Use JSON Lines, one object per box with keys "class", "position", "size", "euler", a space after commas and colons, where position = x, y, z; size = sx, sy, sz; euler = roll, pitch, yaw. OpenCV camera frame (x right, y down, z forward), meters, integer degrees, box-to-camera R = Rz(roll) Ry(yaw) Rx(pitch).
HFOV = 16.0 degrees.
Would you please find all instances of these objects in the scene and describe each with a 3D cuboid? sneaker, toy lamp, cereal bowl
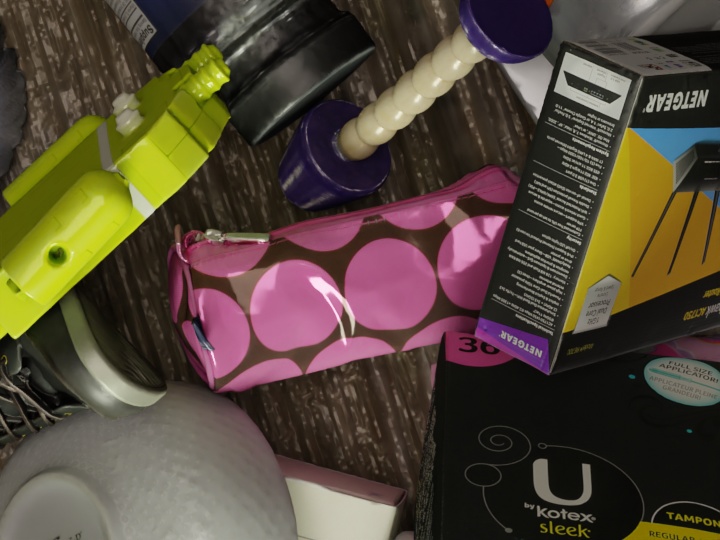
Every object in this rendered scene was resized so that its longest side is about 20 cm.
{"class": "sneaker", "position": [-0.165, 0.061, 1.295], "size": [0.106, 0.200, 0.075], "euler": [-44, 106, -4]}
{"class": "toy lamp", "position": [0.021, -0.087, 1.311], "size": [0.058, 0.058, 0.200], "euler": [54, 137, 1]}
{"class": "cereal bowl", "position": [-0.130, 0.152, 1.325], "size": [0.199, 0.083, 0.202], "euler": [-8, 77, 40]}

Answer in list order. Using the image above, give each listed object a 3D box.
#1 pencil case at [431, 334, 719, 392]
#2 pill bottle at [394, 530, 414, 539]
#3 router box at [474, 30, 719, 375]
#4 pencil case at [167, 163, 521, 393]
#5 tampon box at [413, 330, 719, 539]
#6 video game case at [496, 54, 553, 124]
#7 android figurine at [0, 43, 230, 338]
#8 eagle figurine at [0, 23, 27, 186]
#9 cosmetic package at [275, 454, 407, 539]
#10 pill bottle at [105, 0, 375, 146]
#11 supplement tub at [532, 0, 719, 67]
{"class": "pencil case", "position": [0.137, 0.072, 1.345], "size": [0.198, 0.087, 0.088], "euler": [-1, 93, 4]}
{"class": "pill bottle", "position": [0.106, 0.208, 1.340], "size": [0.198, 0.111, 0.112], "euler": [10, 94, 5]}
{"class": "router box", "position": [0.144, -0.038, 1.249], "size": [0.051, 0.199, 0.150], "euler": [27, 111, 29]}
{"class": "pencil case", "position": [0.000, 0.000, 1.330], "size": [0.198, 0.091, 0.094], "euler": [-14, 113, -11]}
{"class": "tampon box", "position": [0.103, 0.141, 1.224], "size": [0.148, 0.201, 0.127], "euler": [7, 123, -3]}
{"class": "video game case", "position": [0.194, -0.104, 1.363], "size": [0.199, 0.022, 0.183], "euler": [-33, 90, 6]}
{"class": "android figurine", "position": [-0.138, -0.035, 1.270], "size": [0.200, 0.182, 0.041], "euler": [-44, 104, 6]}
{"class": "eagle figurine", "position": [-0.266, -0.052, 1.359], "size": [0.151, 0.201, 0.151], "euler": [30, 125, -24]}
{"class": "cosmetic package", "position": [-0.048, 0.204, 1.374], "size": [0.104, 0.071, 0.202], "euler": [16, 94, 6]}
{"class": "pill bottle", "position": [-0.085, -0.169, 1.341], "size": [0.112, 0.112, 0.200], "euler": [-39, 89, 6]}
{"class": "supplement tub", "position": [0.102, -0.192, 1.303], "size": [0.122, 0.122, 0.200], "euler": [-40, 74, 6]}
